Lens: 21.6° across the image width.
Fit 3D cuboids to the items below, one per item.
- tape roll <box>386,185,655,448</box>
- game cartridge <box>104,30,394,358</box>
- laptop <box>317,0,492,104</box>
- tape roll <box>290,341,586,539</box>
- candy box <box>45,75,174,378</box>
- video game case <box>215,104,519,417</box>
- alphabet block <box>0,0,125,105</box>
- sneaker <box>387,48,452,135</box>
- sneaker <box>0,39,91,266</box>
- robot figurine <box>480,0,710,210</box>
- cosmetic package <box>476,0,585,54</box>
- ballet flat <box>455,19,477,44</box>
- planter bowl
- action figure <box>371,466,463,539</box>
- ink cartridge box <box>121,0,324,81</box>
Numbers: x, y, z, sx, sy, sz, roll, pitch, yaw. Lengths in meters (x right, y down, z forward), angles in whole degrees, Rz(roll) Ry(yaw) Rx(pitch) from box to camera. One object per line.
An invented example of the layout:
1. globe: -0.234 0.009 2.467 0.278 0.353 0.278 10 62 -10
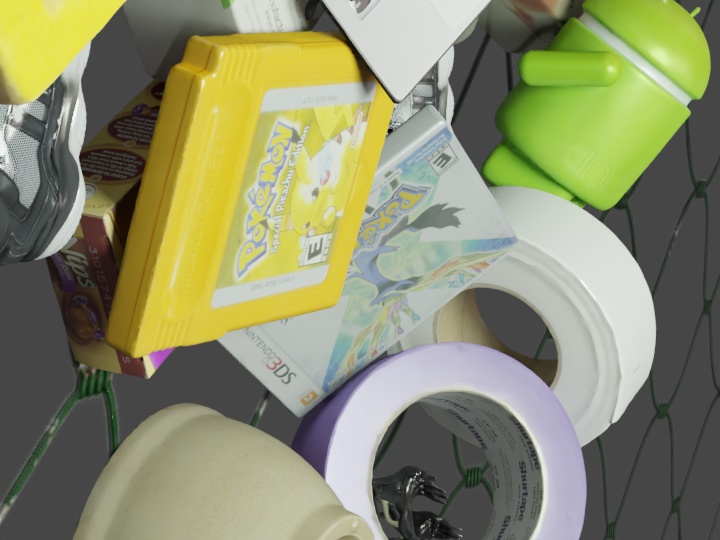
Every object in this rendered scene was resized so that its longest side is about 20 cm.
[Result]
1. tape roll: 0.117 0.040 1.415 0.071 0.202 0.202 -45 138 -49
2. game cartridge: -0.054 -0.047 1.064 0.200 0.032 0.176 -15 125 -58
3. laptop: 0.052 -0.225 1.026 0.187 0.116 0.200 -49 119 -21
4. tape roll: 0.053 0.154 1.336 0.085 0.200 0.200 -22 -134 67
5. candy box: -0.105 -0.046 1.102 0.200 0.056 0.117 -53 145 -43
6. video game case: 0.000 0.000 1.244 0.200 0.022 0.182 -39 148 0
7. alphabet block: -0.183 -0.203 0.717 0.195 0.200 0.196 -57 147 -36
8. sneaker: 0.012 -0.102 1.270 0.200 0.075 0.114 77 32 -44
9. sneaker: -0.186 -0.080 0.899 0.114 0.075 0.200 -42 139 -54
10. robot figurine: 0.181 -0.127 1.422 0.200 0.116 0.175 -51 159 11
11. cosmetic package: 0.126 -0.241 1.445 0.200 0.087 0.103 27 76 -63
12. ballet flat: 0.045 -0.238 1.302 0.064 0.067 0.200 -94 174 -60
13. planter bowl: -0.072 0.194 1.177 0.200 0.135 0.200 -37 133 -54
14. action figure: 0.017 0.243 1.414 0.119 0.102 0.200 79 31 -41
15. ink cartridge box: -0.061 -0.221 1.082 0.200 0.084 0.146 -59 148 -34
